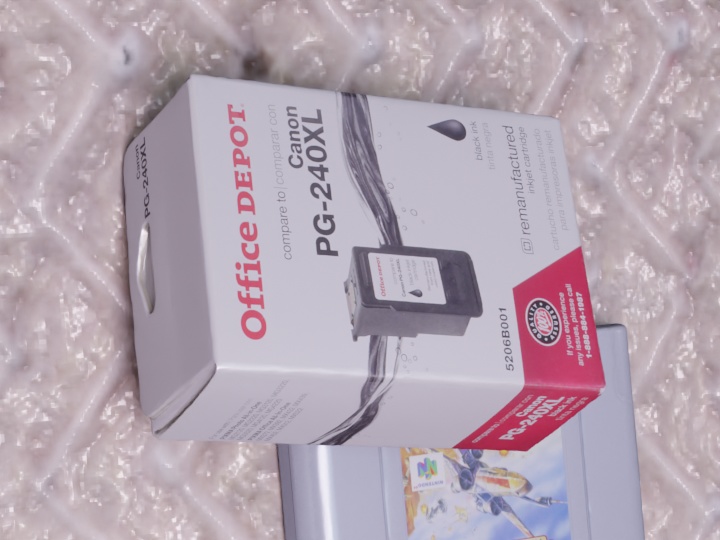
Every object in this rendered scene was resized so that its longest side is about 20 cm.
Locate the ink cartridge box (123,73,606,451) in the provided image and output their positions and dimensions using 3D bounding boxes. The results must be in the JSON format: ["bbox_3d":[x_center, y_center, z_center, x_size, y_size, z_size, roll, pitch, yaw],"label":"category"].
[{"bbox_3d":[0.000,0.000,0.995,0.198,0.083,0.147,4,65,-26],"label":"ink cartridge box"}]

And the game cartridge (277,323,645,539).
[{"bbox_3d":[0.054,0.101,1.071,0.198,0.041,0.135,-5,86,-28],"label":"game cartridge"}]
